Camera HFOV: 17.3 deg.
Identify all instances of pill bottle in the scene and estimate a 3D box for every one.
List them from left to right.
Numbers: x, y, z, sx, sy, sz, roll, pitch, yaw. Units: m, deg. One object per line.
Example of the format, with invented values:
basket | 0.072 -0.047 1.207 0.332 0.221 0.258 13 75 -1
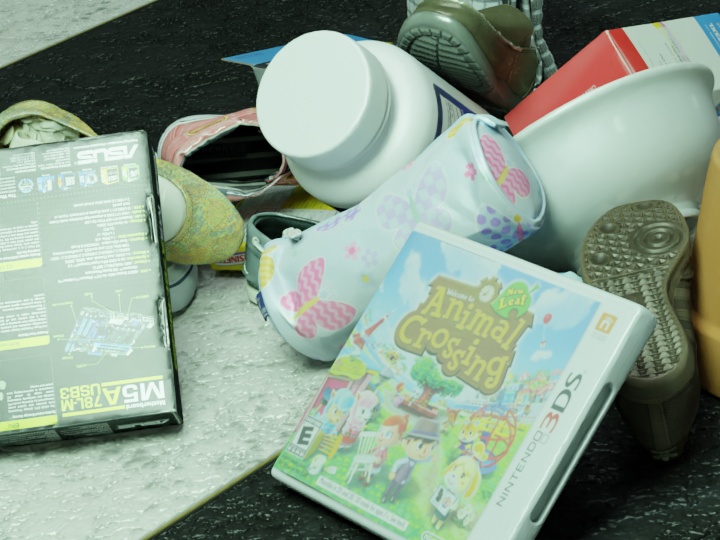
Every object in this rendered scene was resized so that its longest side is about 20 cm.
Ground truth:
pill bottle | 0.015 -0.093 1.659 0.119 0.121 0.200 9 -11 32

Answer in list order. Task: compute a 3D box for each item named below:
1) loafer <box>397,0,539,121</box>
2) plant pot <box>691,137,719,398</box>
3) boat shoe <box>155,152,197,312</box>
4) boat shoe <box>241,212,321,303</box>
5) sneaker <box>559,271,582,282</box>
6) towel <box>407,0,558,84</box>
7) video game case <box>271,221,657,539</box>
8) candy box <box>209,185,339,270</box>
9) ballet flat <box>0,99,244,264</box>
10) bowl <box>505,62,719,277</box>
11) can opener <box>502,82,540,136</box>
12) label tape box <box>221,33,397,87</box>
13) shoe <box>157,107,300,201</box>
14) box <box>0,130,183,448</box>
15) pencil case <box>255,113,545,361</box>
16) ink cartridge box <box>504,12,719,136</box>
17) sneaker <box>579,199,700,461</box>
loafer | 0.082 -0.165 1.711 0.075 0.070 0.200 17 -6 19
plant pot | 0.295 -0.015 1.496 0.198 0.141 0.200 -6 25 3
boat shoe | -0.165 -0.031 1.754 0.073 0.067 0.200 -11 25 -7
boat shoe | 0.000 0.000 1.642 0.199 0.062 0.073 10 30 34
sneaker | 0.114 0.055 1.470 0.130 0.080 0.200 -14 26 -10
towel | 0.103 -0.237 2.010 0.085 0.167 0.200 -8 24 -16
video game case | 0.056 0.075 1.377 0.199 0.022 0.183 22 78 48
candy box | -0.039 -0.051 1.807 0.101 0.027 0.200 -1 25 17
ballet flat | -0.178 -0.059 1.670 0.199 0.071 0.071 29 35 12
bowl | 0.173 -0.052 1.624 0.200 0.091 0.201 -25 -15 -7
can opener | 0.101 -0.087 1.818 0.199 0.067 0.053 -29 34 -24
label tape box | 0.004 -0.145 1.928 0.144 0.064 0.199 -15 18 -40
shoe | -0.049 -0.090 1.755 0.198 0.072 0.091 -7 14 -10
box | -0.223 0.017 1.541 0.198 0.195 0.048 -8 -13 0
pencil case | 0.026 -0.021 1.553 0.199 0.091 0.083 -32 -27 25
ink cartridge box | 0.190 -0.123 1.732 0.199 0.068 0.116 -14 -21 -50
sneaker | 0.174 0.036 1.465 0.070 0.076 0.201 -5 35 10
